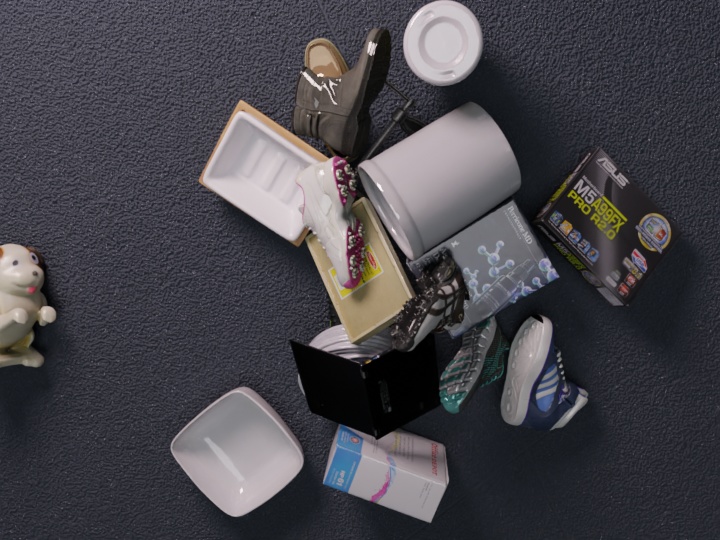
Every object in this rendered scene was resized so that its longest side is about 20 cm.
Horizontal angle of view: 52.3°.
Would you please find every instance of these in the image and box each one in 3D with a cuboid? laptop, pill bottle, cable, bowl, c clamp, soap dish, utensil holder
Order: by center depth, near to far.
[{"bbox_3d":[0.119,-0.329,1.078,0.110,0.200,0.113,1,104,4],"label":"pill bottle"},{"bbox_3d":[0.120,-0.140,1.125,0.199,0.170,0.171,-33,100,-4],"label":"utensil holder"},{"bbox_3d":[0.040,-0.188,1.179,0.170,0.027,0.201,23,110,-35],"label":"c clamp"},{"bbox_3d":[0.013,0.167,1.181,0.198,0.116,0.189,-25,134,-15],"label":"laptop"},{"bbox_3d":[-0.142,-0.158,1.195,0.199,0.081,0.158,33,113,-4],"label":"soap dish"},{"bbox_3d":[-0.004,0.171,1.245,0.198,0.070,0.201,20,130,-12],"label":"cable"},{"bbox_3d":[-0.215,0.320,1.332,0.199,0.075,0.201,-39,97,13],"label":"bowl"}]

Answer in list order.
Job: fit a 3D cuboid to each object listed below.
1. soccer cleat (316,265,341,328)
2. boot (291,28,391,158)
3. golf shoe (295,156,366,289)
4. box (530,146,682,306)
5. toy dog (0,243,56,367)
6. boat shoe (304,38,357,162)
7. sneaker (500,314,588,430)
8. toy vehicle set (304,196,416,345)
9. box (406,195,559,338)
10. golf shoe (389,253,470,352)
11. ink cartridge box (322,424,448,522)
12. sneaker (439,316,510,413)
[{"bbox_3d":[-0.030,0.064,1.259,0.080,0.068,0.201,-29,102,17],"label":"soccer cleat"},{"bbox_3d":[-0.038,-0.277,1.095,0.130,0.068,0.202,27,118,16],"label":"boot"},{"bbox_3d":[-0.045,-0.070,1.133,0.090,0.075,0.203,-6,97,23],"label":"golf shoe"},{"bbox_3d":[0.392,-0.068,1.168,0.200,0.044,0.160,44,79,-6],"label":"box"},{"bbox_3d":[-0.615,0.052,1.285,0.193,0.139,0.202,37,110,33],"label":"toy dog"},{"bbox_3d":[-0.042,-0.271,1.175,0.073,0.066,0.202,-17,102,9],"label":"boat shoe"},{"bbox_3d":[0.328,0.176,1.247,0.145,0.081,0.203,8,104,-22],"label":"sneaker"},{"bbox_3d":[0.000,0.000,1.171,0.123,0.026,0.202,-32,68,17],"label":"toy vehicle set"},{"bbox_3d":[0.196,-0.012,1.198,0.199,0.107,0.149,-32,99,11],"label":"box"},{"bbox_3d":[0.113,0.063,1.073,0.077,0.200,0.095,-28,108,43],"label":"golf shoe"},{"bbox_3d":[0.046,0.336,1.276,0.197,0.145,0.086,19,105,0],"label":"ink cartridge box"},{"bbox_3d":[0.199,0.162,1.212,0.091,0.201,0.077,47,143,-20],"label":"sneaker"}]
